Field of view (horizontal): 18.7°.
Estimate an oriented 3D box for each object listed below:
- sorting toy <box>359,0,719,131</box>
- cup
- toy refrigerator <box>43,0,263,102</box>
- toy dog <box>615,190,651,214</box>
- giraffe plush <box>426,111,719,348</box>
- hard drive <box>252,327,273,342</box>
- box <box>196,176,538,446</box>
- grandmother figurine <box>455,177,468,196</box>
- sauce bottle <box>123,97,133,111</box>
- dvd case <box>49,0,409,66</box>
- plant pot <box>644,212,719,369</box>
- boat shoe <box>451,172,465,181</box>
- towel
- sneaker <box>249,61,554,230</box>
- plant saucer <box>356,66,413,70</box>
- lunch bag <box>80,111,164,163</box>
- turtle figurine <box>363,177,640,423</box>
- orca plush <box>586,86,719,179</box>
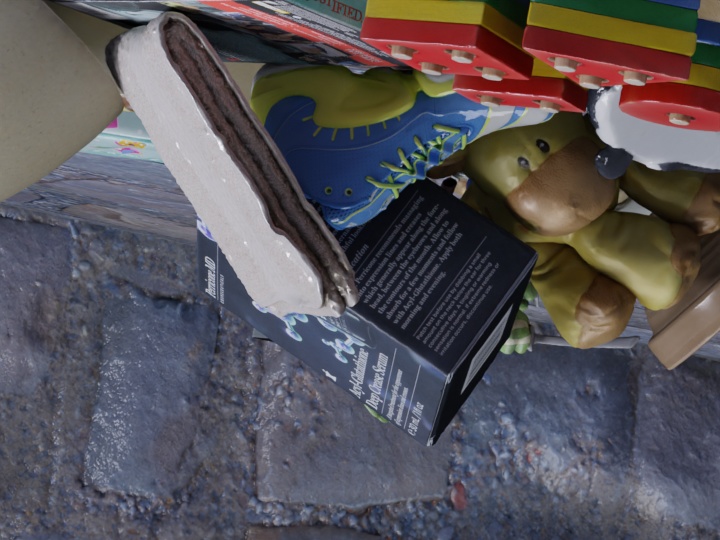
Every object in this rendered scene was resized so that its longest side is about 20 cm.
[{"bbox_3d":[0.115,-0.126,1.150,0.197,0.070,0.200,8,174,29],"label":"sorting toy"},{"bbox_3d":[-0.264,-0.108,1.319,0.200,0.144,0.200,36,167,10],"label":"cup"},{"bbox_3d":[-0.126,-0.146,1.486,0.198,0.071,0.076,12,-178,-11],"label":"toy refrigerator"},{"bbox_3d":[0.252,-0.041,1.698,0.199,0.097,0.131,7,174,42],"label":"toy dog"},{"bbox_3d":[0.129,-0.066,1.431,0.199,0.173,0.162,28,172,24],"label":"giraffe plush"},{"bbox_3d":[-0.025,-0.041,1.685,0.033,0.202,0.139,13,175,-27],"label":"hard drive"},{"bbox_3d":[0.000,0.000,1.435,0.199,0.107,0.149,34,160,10],"label":"box"},{"bbox_3d":[0.099,-0.086,1.762,0.120,0.061,0.200,1,176,12],"label":"grandmother figurine"},{"bbox_3d":[-0.233,-0.155,1.610,0.198,0.067,0.066,6,174,24],"label":"sauce bottle"},{"bbox_3d":[-0.065,-0.145,1.255,0.199,0.022,0.145,5,172,44],"label":"dvd case"},{"bbox_3d":[0.261,-0.030,1.546,0.093,0.201,0.201,46,177,4],"label":"plant pot"},{"bbox_3d":[0.093,-0.095,1.621,0.199,0.062,0.075,14,172,-39],"label":"boat shoe"},{"bbox_3d":[-0.079,-0.057,1.279,0.201,0.034,0.132,57,161,-11],"label":"towel"},{"bbox_3d":[0.026,-0.075,1.335,0.198,0.106,0.076,3,177,23],"label":"sneaker"},{"bbox_3d":[-0.037,-0.160,1.326,0.198,0.032,0.200,11,175,1],"label":"plant saucer"},{"bbox_3d":[-0.196,-0.131,1.749,0.198,0.078,0.160,10,175,1],"label":"lunch bag"},{"bbox_3d":[0.097,0.043,1.615,0.200,0.194,0.144,35,-157,-32],"label":"turtle figurine"},{"bbox_3d":[0.192,-0.113,1.350,0.199,0.105,0.071,1,-133,-41],"label":"orca plush"}]
